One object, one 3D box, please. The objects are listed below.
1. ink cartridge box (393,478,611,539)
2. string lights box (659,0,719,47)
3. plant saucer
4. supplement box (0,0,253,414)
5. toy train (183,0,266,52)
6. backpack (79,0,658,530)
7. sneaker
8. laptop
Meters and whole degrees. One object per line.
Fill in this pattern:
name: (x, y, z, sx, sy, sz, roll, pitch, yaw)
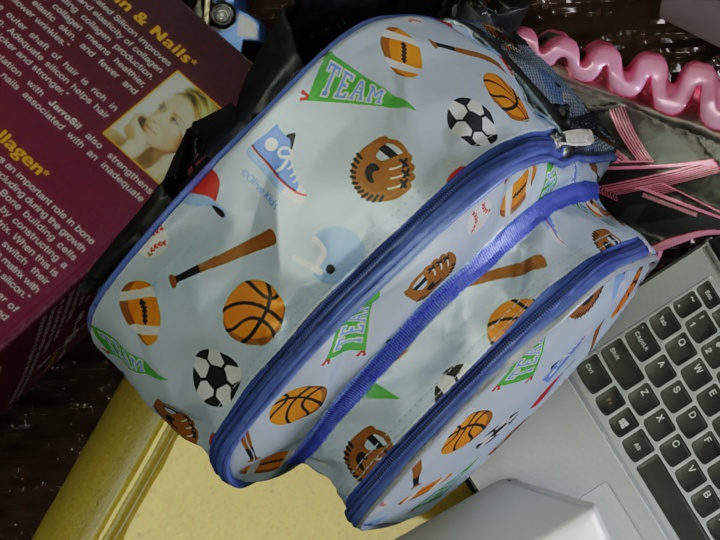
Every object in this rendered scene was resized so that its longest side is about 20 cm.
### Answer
ink cartridge box: (0.048, 0.198, 0.978, 0.145, 0.084, 0.200, -27, 102, -18)
string lights box: (0.184, -0.182, 1.020, 0.059, 0.103, 0.200, 27, 78, 9)
plant saucer: (-0.012, 0.088, 1.067, 0.200, 0.048, 0.200, 29, 89, 9)
supplement box: (-0.136, -0.025, 1.007, 0.110, 0.086, 0.200, 41, 57, 7)
toy train: (-0.055, -0.156, 1.099, 0.046, 0.034, 0.201, 5, 86, -4)
backpack: (0.000, 0.000, 0.936, 0.154, 0.190, 0.200, 42, 103, 19)
sneaker: (0.093, -0.042, 1.057, 0.199, 0.079, 0.096, 14, 99, 9)
laptop: (0.164, 0.085, 0.988, 0.200, 0.116, 0.188, -33, 97, -3)
